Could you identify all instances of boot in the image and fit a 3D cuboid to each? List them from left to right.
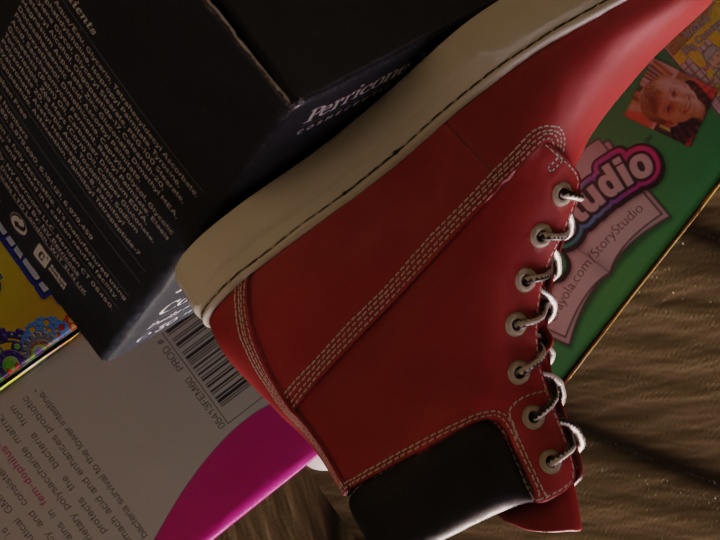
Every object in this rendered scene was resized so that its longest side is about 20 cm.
[{"bbox_3d":[0.058,-0.002,0.752,0.200,0.144,0.072,-39,168,10],"label":"boot"}]

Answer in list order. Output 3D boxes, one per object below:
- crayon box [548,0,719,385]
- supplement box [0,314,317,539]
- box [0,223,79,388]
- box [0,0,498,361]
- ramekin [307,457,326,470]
[{"bbox_3d":[0.077,-0.026,0.875,0.200,0.058,0.173,-53,-174,11],"label":"crayon box"},{"bbox_3d":[-0.122,0.092,0.998,0.200,0.101,0.103,-36,-178,-28],"label":"supplement box"},{"bbox_3d":[-0.227,0.029,1.024,0.192,0.122,0.200,-37,-179,-19],"label":"box"},{"bbox_3d":[-0.020,-0.094,0.842,0.200,0.124,0.197,-31,169,-33],"label":"box"},{"bbox_3d":[0.000,0.000,1.094,0.094,0.203,0.202,-8,175,-11],"label":"ramekin"}]
